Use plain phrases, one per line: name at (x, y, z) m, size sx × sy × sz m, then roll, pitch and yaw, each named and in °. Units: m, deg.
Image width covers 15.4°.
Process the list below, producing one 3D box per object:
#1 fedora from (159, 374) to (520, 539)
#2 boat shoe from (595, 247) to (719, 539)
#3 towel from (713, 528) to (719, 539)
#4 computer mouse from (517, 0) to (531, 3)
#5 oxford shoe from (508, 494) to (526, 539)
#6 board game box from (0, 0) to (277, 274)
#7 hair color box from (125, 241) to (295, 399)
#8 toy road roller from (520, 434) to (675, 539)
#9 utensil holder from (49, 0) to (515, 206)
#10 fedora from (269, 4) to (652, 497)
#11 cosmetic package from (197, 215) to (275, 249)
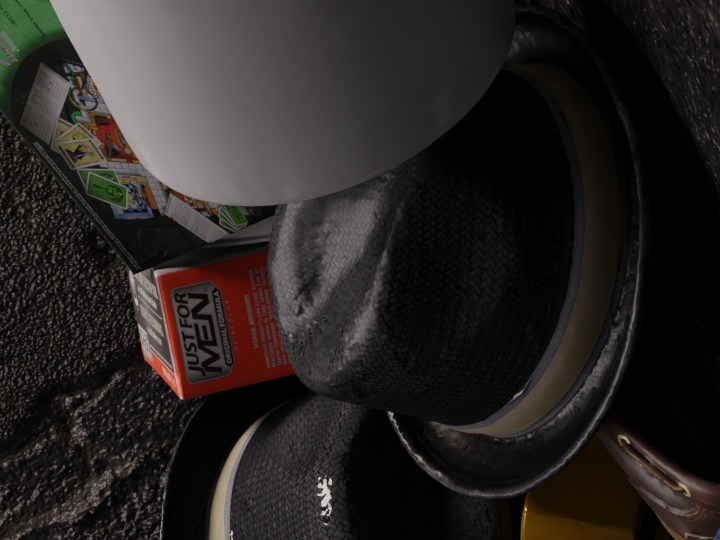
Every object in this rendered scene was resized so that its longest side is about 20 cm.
fedora at (0.010, 0.114, 1.155) m, size 0.201 × 0.200 × 0.092 m, roll 63°, pitch 146°, yaw 14°
boat shoe at (0.105, 0.024, 1.074) m, size 0.200 × 0.070 × 0.070 m, roll 52°, pitch 176°, yaw 28°
towel at (0.166, 0.179, 0.987) m, size 0.048 × 0.112 × 0.201 m, roll 5°, pitch 132°, yaw 33°
computer mouse at (0.023, -0.151, 1.195) m, size 0.200 × 0.044 × 0.110 m, roll 62°, pitch 174°, yaw 29°
oxford shoe at (0.090, 0.134, 1.272) m, size 0.199 × 0.073 × 0.071 m, roll 29°, pitch 166°, yaw 2°
board game box at (-0.107, -0.090, 1.078) m, size 0.200 × 0.104 × 0.024 m, roll 53°, pitch -148°, yaw -29°
hair color box at (0.000, 0.000, 1.205) m, size 0.101 × 0.199 × 0.062 m, roll -147°, pitch 46°, yaw -74°
toy road roller at (0.140, 0.138, 1.137) m, size 0.123 × 0.145 × 0.201 m, roll 73°, pitch -153°, yaw -58°
utensil holder at (-0.044, -0.148, 0.932) m, size 0.170 × 0.169 × 0.200 m, roll 58°, pitch 175°, yaw 50°
fedora at (0.026, -0.006, 1.030) m, size 0.200 × 0.091 × 0.202 m, roll 3°, pitch 93°, yaw 59°
cosmetic package at (-0.027, -0.072, 1.224) m, size 0.200 × 0.106 × 0.091 m, roll -27°, pitch -72°, yaw -65°
